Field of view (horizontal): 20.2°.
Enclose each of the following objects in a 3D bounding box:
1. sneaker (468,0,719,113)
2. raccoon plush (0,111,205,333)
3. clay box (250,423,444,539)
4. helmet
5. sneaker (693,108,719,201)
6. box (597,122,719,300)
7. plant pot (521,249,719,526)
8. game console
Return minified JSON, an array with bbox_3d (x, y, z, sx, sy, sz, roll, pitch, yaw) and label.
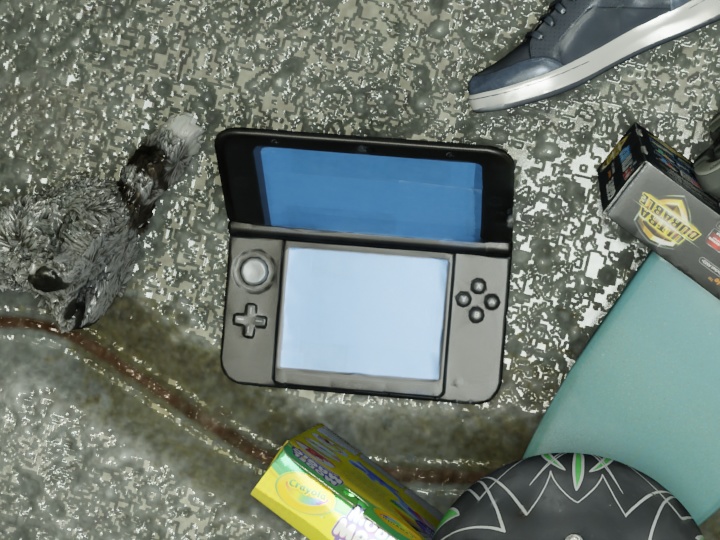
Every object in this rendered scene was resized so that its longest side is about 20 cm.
[{"bbox_3d":[0.142,-0.202,1.364,0.202,0.077,0.146,-27,98,-4],"label":"sneaker"},{"bbox_3d":[-0.216,-0.047,1.426,0.134,0.097,0.200,30,64,18],"label":"raccoon plush"},{"bbox_3d":[-0.006,0.157,1.325,0.115,0.200,0.048,36,94,6],"label":"clay box"},{"bbox_3d":[0.125,0.203,1.214,0.200,0.200,0.191,3,95,6],"label":"helmet"},{"bbox_3d":[0.270,-0.077,1.310,0.079,0.200,0.075,47,125,-6],"label":"sneaker"},{"bbox_3d":[0.246,-0.011,1.304,0.200,0.159,0.046,36,104,-4],"label":"box"},{"bbox_3d":[0.195,0.098,1.340,0.141,0.141,0.200,38,104,5],"label":"plant pot"},{"bbox_3d":[0.000,0.000,1.367,0.200,0.116,0.176,5,90,7],"label":"game console"}]
